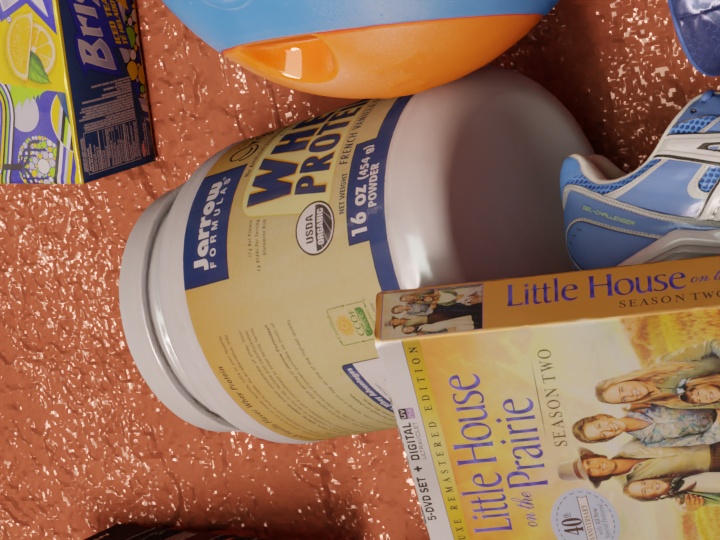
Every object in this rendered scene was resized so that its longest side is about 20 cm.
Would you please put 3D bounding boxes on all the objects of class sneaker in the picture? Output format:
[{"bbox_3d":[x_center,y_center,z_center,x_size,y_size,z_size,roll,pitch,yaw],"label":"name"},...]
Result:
[{"bbox_3d":[0.162,-0.040,0.666,0.199,0.076,0.078,-23,80,24],"label":"sneaker"}]

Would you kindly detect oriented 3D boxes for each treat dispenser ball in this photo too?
[{"bbox_3d":[0.000,-0.168,0.670,0.199,0.200,0.203,10,110,29],"label":"treat dispenser ball"}]

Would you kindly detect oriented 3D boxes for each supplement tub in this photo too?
[{"bbox_3d":[0.000,0.000,0.778,0.199,0.144,0.146,-14,97,41],"label":"supplement tub"}]

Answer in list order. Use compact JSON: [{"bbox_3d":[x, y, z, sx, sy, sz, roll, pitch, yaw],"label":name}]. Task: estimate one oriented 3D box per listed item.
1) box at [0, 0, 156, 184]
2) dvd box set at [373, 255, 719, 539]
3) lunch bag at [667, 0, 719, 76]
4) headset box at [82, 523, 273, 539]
[{"bbox_3d":[-0.162,-0.148,0.890,0.070,0.064,0.202,2,105,31],"label":"box"},{"bbox_3d":[0.115,0.056,0.670,0.198,0.030,0.147,-6,134,10],"label":"dvd box set"},{"bbox_3d":[0.178,-0.166,0.628,0.132,0.136,0.202,-16,95,34],"label":"lunch bag"},{"bbox_3d":[-0.081,0.220,0.918,0.199,0.075,0.150,-3,103,47],"label":"headset box"}]
